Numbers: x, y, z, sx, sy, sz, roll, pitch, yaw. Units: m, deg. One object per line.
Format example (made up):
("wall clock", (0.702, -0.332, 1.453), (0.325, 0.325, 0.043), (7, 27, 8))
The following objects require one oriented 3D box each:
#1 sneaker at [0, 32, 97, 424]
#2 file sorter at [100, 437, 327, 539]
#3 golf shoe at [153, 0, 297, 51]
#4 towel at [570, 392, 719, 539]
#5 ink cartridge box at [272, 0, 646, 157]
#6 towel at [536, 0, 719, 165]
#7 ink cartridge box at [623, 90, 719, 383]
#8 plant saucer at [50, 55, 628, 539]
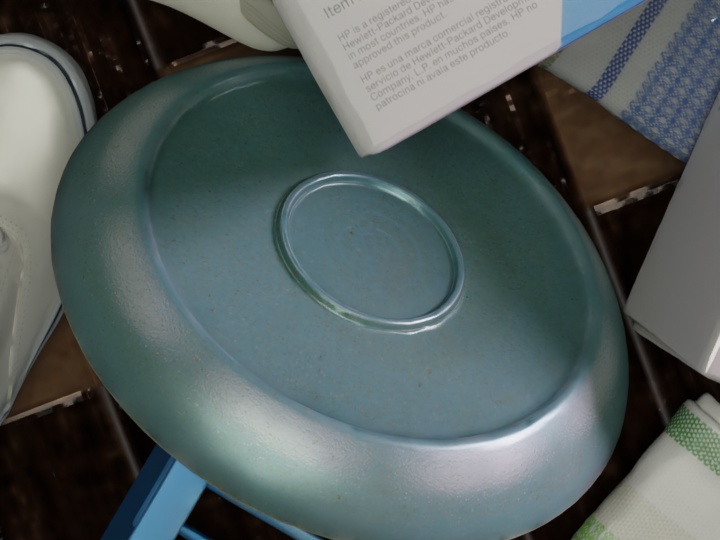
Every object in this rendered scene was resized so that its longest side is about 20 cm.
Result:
("sneaker", (-0.139, 0.017, 0.935), (0.073, 0.071, 0.201), (17, 95, 0))
("file sorter", (-0.054, 0.157, 0.909), (0.122, 0.139, 0.201), (31, 97, -4))
("golf shoe", (-0.104, -0.120, 0.934), (0.200, 0.078, 0.097), (35, 111, 4))
("towel", (0.113, 0.163, 0.966), (0.149, 0.031, 0.200), (39, 96, 1))
("ink cartridge box", (0.015, -0.157, 0.837), (0.144, 0.085, 0.201), (-29, 93, 5))
("towel", (0.117, -0.117, 0.918), (0.199, 0.024, 0.147), (30, 94, -18))
("ink cartridge box", (0.197, -0.041, 0.899), (0.146, 0.086, 0.201), (21, 96, -17))
("plant saucer", (0.000, 0.000, 0.880), (0.199, 0.201, 0.027), (28, 134, -1))
